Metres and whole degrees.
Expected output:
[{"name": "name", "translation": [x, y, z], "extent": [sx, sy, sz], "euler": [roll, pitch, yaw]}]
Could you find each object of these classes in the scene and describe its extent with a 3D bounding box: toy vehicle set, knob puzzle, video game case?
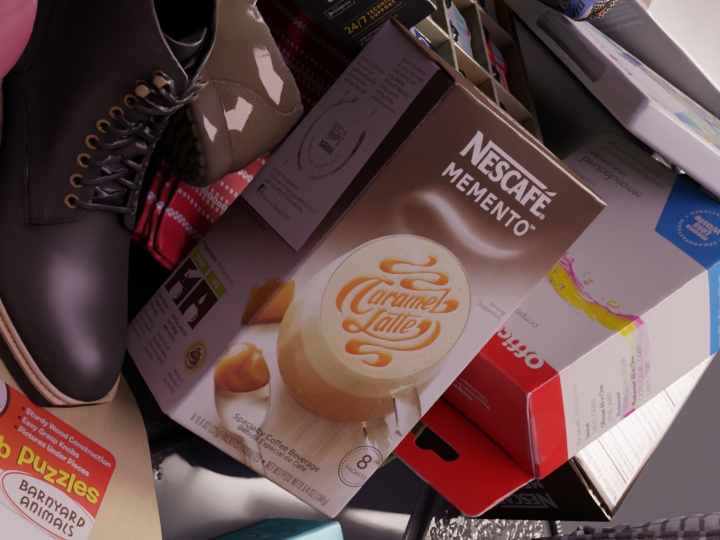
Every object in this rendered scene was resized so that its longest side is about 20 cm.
[{"name": "toy vehicle set", "translation": [0.041, -0.126, 1.133], "extent": [0.124, 0.026, 0.200], "euler": [38, 29, -35]}, {"name": "knob puzzle", "translation": [-0.174, 0.080, 0.971], "extent": [0.219, 0.030, 0.220], "euler": [21, 54, -32]}, {"name": "video game case", "translation": [0.182, -0.072, 1.176], "extent": [0.200, 0.182, 0.022], "euler": [33, 104, -30]}]

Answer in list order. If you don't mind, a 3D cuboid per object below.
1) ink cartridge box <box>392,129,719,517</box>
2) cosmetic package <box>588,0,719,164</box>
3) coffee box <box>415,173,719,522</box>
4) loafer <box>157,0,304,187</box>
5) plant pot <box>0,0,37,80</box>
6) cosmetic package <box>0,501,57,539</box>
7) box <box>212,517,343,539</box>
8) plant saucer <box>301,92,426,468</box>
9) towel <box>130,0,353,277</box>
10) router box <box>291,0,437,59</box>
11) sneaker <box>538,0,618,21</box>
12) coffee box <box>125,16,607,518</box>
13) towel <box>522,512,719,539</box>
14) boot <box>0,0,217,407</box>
[{"name": "ink cartridge box", "translation": [0.094, 0.024, 1.104], "extent": [0.200, 0.116, 0.067], "euler": [-33, 139, -23]}, {"name": "cosmetic package", "translation": [0.173, -0.163, 1.292], "extent": [0.200, 0.090, 0.107], "euler": [37, 59, -32]}, {"name": "coffee box", "translation": [0.127, 0.042, 1.214], "extent": [0.080, 0.113, 0.200], "euler": [55, 55, -25]}, {"name": "loafer", "translation": [-0.082, -0.137, 1.033], "extent": [0.067, 0.076, 0.201], "euler": [-12, 80, -28]}, {"name": "plant pot", "translation": [-0.228, -0.100, 0.854], "extent": [0.179, 0.200, 0.200], "euler": [-39, 113, -54]}, {"name": "cosmetic package", "translation": [-0.161, 0.216, 0.859], "extent": [0.200, 0.199, 0.123], "euler": [40, 18, -32]}, {"name": "box", "translation": [-0.089, 0.183, 1.045], "extent": [0.200, 0.049, 0.083], "euler": [-15, 97, -43]}, {"name": "plant saucer", "translation": [-0.025, 0.009, 1.131], "extent": [0.200, 0.031, 0.201], "euler": [3, 86, -42]}, {"name": "towel", "translation": [-0.028, -0.061, 1.098], "extent": [0.145, 0.022, 0.200], "euler": [38, 63, -35]}, {"name": "router box", "translation": [-0.037, -0.219, 1.057], "extent": [0.157, 0.052, 0.200], "euler": [40, 29, -34]}, {"name": "sneaker", "translation": [0.078, -0.197, 1.165], "extent": [0.078, 0.075, 0.200], "euler": [46, 14, -46]}, {"name": "coffee box", "translation": [0.000, 0.000, 1.016], "extent": [0.114, 0.080, 0.200], "euler": [35, 99, -34]}, {"name": "towel", "translation": [0.153, 0.224, 1.096], "extent": [0.085, 0.165, 0.201], "euler": [4, 79, -52]}, {"name": "boot", "translation": [-0.111, -0.046, 0.964], "extent": [0.077, 0.138, 0.201], "euler": [-5, 82, -44]}]
